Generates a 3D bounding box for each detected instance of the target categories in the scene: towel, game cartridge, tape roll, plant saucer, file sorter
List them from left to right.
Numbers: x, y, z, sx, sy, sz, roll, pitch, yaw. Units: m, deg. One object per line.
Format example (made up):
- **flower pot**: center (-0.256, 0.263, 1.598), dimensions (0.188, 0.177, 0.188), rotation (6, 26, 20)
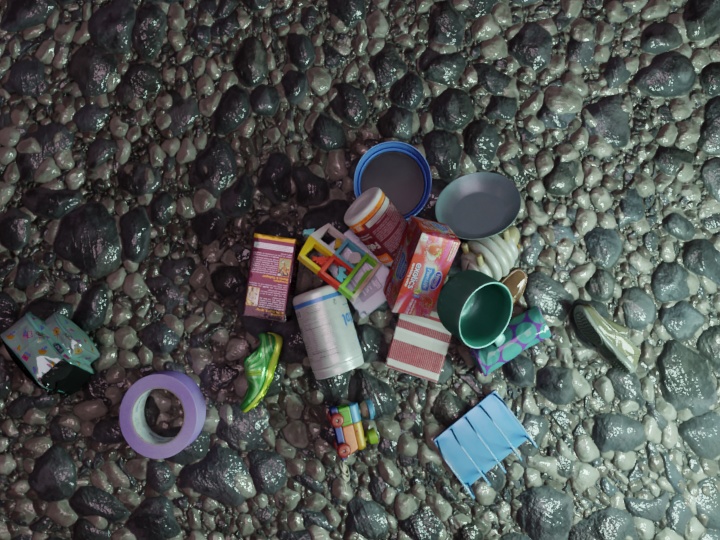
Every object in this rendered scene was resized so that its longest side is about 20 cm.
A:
- **tape roll**: center (-0.491, 0.356, 1.282), dimensions (0.195, 0.066, 0.206), rotation (0, 87, 2)
- **game cartridge**: center (0.000, 0.000, 1.288), dimensions (0.132, 0.041, 0.202), rotation (-35, 86, 4)
- **towel**: center (0.154, 0.161, 1.280), dimensions (0.141, 0.023, 0.205), rotation (17, 90, 2)
- **plant saucer**: center (0.274, -0.143, 1.200), dimensions (0.196, 0.039, 0.205), rotation (-11, 52, 14)
- **file sorter**: center (0.294, 0.409, 1.210), dimensions (0.199, 0.123, 0.140), rotation (-38, 87, 0)

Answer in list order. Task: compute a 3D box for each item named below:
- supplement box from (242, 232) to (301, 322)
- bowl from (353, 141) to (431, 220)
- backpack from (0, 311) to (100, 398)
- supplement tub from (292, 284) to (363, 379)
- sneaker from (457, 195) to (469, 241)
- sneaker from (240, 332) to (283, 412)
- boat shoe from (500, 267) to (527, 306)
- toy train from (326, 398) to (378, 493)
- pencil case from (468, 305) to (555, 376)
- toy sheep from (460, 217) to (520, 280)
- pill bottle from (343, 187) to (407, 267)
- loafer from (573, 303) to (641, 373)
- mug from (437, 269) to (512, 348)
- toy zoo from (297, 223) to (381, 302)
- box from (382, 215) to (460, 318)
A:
- **supplement box**: center (-0.217, 0.019, 1.272), dimensions (0.108, 0.086, 0.205), rotation (8, 87, 3)
- **bowl**: center (0.080, -0.219, 1.292), dimensions (0.195, 0.039, 0.206), rotation (0, 87, 3)
- **backpack**: center (-0.753, 0.190, 1.251), dimensions (0.198, 0.176, 0.154), rotation (36, 73, 5)
- **supplement tub**: center (-0.078, 0.144, 1.237), dimensions (0.129, 0.132, 0.204), rotation (-18, 87, 2)
- **sneaker**: center (0.228, -0.090, 1.253), dimensions (0.075, 0.091, 0.204), rotation (23, 87, 6)
- **sneaker**: center (-0.256, 0.249, 1.273), dimensions (0.082, 0.074, 0.204), rotation (20, 79, 1)
- **boat shoe**: center (0.339, 0.079, 1.248), dimensions (0.075, 0.072, 0.201), rotation (37, 90, 4)
- **toy train**: center (-0.006, 0.421, 1.252), dimensions (0.113, 0.085, 0.205), rotation (-13, 87, -11)
- **pencil case**: center (0.360, 0.171, 1.236), dimensions (0.197, 0.093, 0.086), rotation (-31, 54, 2)
- **toy sheep**: center (0.301, -0.034, 1.225), dimensions (0.199, 0.138, 0.139), rotation (-38, 86, -5)
- **pill bottle**: center (0.063, -0.087, 1.221), dimensions (0.114, 0.114, 0.200), rotation (-44, 111, 0)
- **loafer**: center (0.595, 0.153, 1.238), dimensions (0.069, 0.075, 0.201), rotation (-41, 91, -11)
- **mug**: center (0.247, 0.092, 1.153), dimensions (0.149, 0.114, 0.189), rotation (-15, 116, -23)
- **toy zoo**: center (-0.061, -0.030, 1.229), dimensions (0.198, 0.021, 0.132), rotation (37, 53, 3)
- **box**: center (0.133, -0.006, 1.153), dimensions (0.097, 0.096, 0.203), rotation (11, 116, -19)
